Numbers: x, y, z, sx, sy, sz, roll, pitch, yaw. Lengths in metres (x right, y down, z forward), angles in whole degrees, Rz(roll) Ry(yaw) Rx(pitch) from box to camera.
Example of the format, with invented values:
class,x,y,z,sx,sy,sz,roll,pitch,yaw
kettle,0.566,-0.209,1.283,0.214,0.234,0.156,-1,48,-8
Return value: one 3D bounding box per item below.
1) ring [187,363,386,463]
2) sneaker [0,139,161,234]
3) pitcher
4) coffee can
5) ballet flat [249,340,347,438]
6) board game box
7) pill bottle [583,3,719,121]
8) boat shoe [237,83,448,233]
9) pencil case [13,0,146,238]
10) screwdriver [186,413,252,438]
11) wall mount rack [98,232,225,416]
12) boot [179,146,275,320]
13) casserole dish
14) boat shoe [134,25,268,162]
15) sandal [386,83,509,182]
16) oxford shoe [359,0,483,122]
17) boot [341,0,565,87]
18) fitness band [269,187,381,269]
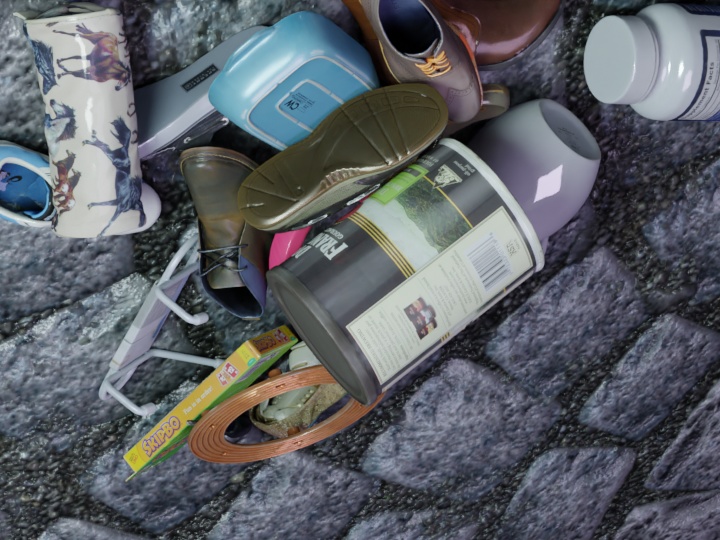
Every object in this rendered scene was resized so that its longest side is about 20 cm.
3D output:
class,x,y,z,sx,sy,sz,roll,pitch,yaw
ring,-0.070,0.131,1.794,0.200,0.019,0.201,-18,156,-8
sneaker,-0.255,-0.060,1.625,0.199,0.073,0.072,13,119,-39
pitcher,0.152,-0.064,1.831,0.171,0.122,0.200,14,130,-43
coffee can,0.039,0.001,1.649,0.200,0.146,0.147,-37,138,-11
ballet flat,-0.052,0.108,1.874,0.065,0.071,0.200,13,137,-27
board game box,-0.151,0.130,1.843,0.200,0.030,0.095,-45,171,20
pill bottle,0.317,-0.198,1.804,0.199,0.111,0.111,-1,129,-29
boat shoe,-0.013,-0.096,1.638,0.199,0.073,0.065,-27,164,6
pencil case,-0.225,-0.119,1.536,0.078,0.089,0.201,-27,120,-48
screwdriver,-0.138,0.153,1.844,0.028,0.029,0.200,-41,173,5
wall mount rack,-0.161,0.054,1.788,0.200,0.074,0.174,-58,170,26
boot,-0.112,-0.032,1.674,0.074,0.097,0.200,-5,156,14
casserole dish,-0.049,-0.151,1.608,0.121,0.039,0.200,-40,156,10
boat shoe,-0.146,-0.135,1.630,0.200,0.070,0.066,-35,136,-8
sandal,0.048,-0.113,1.728,0.199,0.054,0.080,-21,172,6
oxford shoe,0.051,-0.187,1.615,0.071,0.073,0.200,-31,130,11
boot,0.069,-0.258,1.653,0.188,0.069,0.200,-24,132,9
fitness band,0.000,0.000,1.743,0.144,0.037,0.200,-50,130,0
